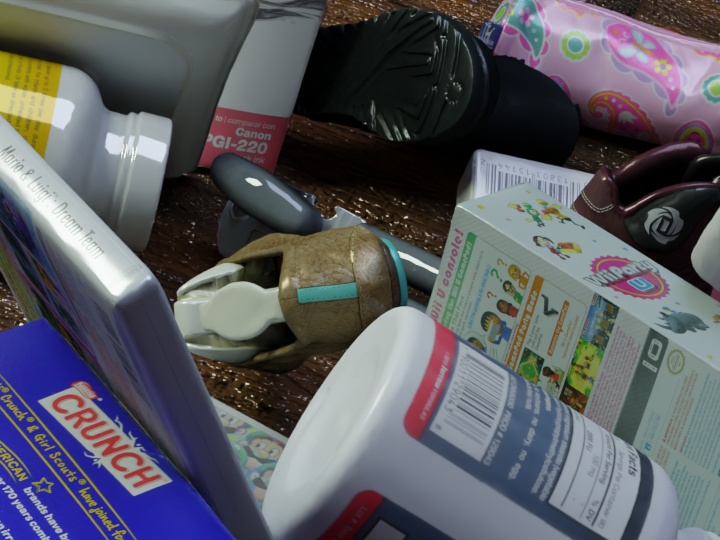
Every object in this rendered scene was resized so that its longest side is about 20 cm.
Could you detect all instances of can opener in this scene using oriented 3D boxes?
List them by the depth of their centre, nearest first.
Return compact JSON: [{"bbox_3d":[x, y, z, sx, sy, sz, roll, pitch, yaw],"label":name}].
[{"bbox_3d":[0.000,0.000,1.397,0.200,0.053,0.066,27,-2,24],"label":"can opener"}]

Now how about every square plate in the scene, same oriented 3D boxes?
[{"bbox_3d":[-0.171,-0.111,1.414,0.200,0.198,0.029,13,62,-9],"label":"square plate"}]

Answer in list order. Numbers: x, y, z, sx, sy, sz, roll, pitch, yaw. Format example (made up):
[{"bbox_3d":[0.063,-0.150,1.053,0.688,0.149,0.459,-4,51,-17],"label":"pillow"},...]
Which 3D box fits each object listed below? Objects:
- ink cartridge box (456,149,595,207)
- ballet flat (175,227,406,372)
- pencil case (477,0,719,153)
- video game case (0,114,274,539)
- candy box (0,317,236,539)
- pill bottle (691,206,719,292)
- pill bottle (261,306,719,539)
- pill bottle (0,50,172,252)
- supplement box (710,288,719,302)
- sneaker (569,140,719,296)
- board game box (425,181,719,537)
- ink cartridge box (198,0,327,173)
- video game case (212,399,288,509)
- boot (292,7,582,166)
[{"bbox_3d":[0.149,0.030,1.455,0.200,0.045,0.176,12,53,-9],"label":"ink cartridge box"},{"bbox_3d":[-0.046,0.018,1.248,0.072,0.068,0.200,-10,0,-22],"label":"ballet flat"},{"bbox_3d":[0.175,-0.132,1.728,0.200,0.088,0.087,19,27,2],"label":"pencil case"},{"bbox_3d":[-0.109,0.024,1.091,0.024,0.200,0.182,-35,48,-13],"label":"video game case"},{"bbox_3d":[-0.169,0.120,1.024,0.200,0.077,0.169,-20,45,-29],"label":"candy box"},{"bbox_3d":[0.262,0.013,1.205,0.200,0.112,0.112,37,31,9],"label":"pill bottle"},{"bbox_3d":[0.069,0.115,1.137,0.200,0.120,0.120,33,25,-11],"label":"pill bottle"},{"bbox_3d":[-0.203,-0.066,1.365,0.200,0.104,0.104,12,27,-9],"label":"pill bottle"},{"bbox_3d":[0.265,0.086,1.321,0.200,0.131,0.103,13,29,-6],"label":"supplement box"},{"bbox_3d":[0.193,-0.002,1.369,0.200,0.116,0.076,17,29,-22],"label":"sneaker"},{"bbox_3d":[0.118,0.070,1.248,0.200,0.148,0.064,33,32,28],"label":"board game box"},{"bbox_3d":[-0.074,-0.178,1.543,0.085,0.200,0.146,8,29,-18],"label":"ink cartridge box"},{"bbox_3d":[-0.109,0.099,1.183,0.200,0.024,0.182,27,28,19],"label":"video game case"},{"bbox_3d":[0.069,-0.101,1.542,0.168,0.077,0.200,10,-1,-33],"label":"boot"}]
